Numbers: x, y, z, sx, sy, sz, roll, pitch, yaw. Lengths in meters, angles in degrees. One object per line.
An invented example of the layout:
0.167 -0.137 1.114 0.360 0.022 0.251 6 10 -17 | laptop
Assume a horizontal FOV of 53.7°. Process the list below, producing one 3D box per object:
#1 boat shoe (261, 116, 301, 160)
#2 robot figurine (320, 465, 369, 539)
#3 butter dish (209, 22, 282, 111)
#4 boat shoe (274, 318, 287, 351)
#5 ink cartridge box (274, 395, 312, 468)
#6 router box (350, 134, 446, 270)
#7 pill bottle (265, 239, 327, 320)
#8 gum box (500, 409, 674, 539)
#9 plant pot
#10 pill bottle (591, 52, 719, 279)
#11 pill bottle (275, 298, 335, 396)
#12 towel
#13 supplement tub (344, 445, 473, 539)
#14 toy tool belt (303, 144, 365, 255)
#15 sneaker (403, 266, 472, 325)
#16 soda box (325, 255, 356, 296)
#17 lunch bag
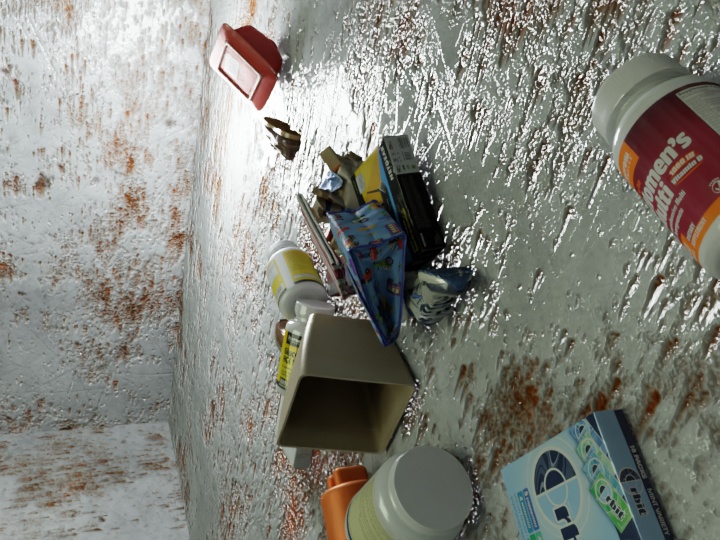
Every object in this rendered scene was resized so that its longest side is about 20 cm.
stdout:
-0.207 -0.336 1.797 0.200 0.070 0.071 -129 49 -56 | boat shoe
-0.005 0.457 1.280 0.143 0.117 0.201 -28 55 19 | robot figurine
-0.279 -0.565 1.896 0.199 0.148 0.200 43 152 -4 | butter dish
-0.142 0.173 1.659 0.200 0.075 0.072 51 133 42 | boat shoe
-0.150 0.347 1.712 0.160 0.047 0.201 -138 57 -60 | ink cartridge box
0.058 -0.098 1.174 0.149 0.051 0.201 -44 60 60 | router box
-0.152 0.018 1.622 0.200 0.111 0.112 -118 36 -48 | pill bottle
0.244 0.271 0.786 0.200 0.044 0.171 124 139 -51 | gum box
-0.037 0.191 1.274 0.178 0.199 0.200 -100 23 -47 | plant pot
0.287 -0.096 0.607 0.200 0.109 0.110 -113 32 -41 | pill bottle
-0.112 0.168 1.517 0.112 0.112 0.201 -153 71 -64 | pill bottle
-0.060 -0.038 1.227 0.144 0.023 0.200 61 175 18 | towel
0.070 0.359 1.066 0.200 0.144 0.146 119 143 -48 | supplement tub
-0.052 -0.134 1.335 0.125 0.122 0.200 -87 23 -52 | toy tool belt
0.115 0.039 1.066 0.200 0.077 0.086 172 93 -76 | sneaker
0.000 0.000 1.329 0.200 0.063 0.070 157 109 -64 | soda box
0.023 0.012 1.136 0.151 0.094 0.201 -122 18 -60 | lunch bag
